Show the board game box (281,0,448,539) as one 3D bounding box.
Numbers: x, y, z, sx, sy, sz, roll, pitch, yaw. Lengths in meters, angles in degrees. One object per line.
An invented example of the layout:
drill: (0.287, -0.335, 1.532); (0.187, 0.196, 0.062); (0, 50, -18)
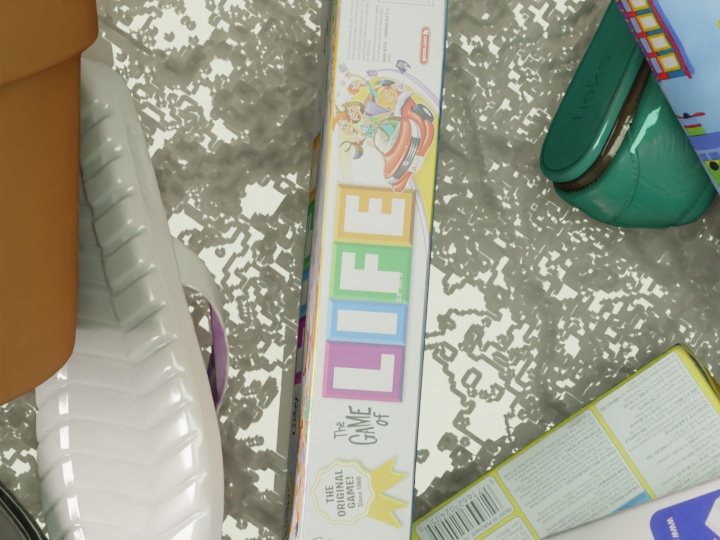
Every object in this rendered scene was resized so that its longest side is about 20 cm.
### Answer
board game box: (0.000, 0.000, 0.755); (0.034, 0.134, 0.201); (4, 85, -4)

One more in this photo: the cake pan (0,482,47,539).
cake pan: (-0.183, 0.135, 0.751); (0.200, 0.037, 0.201); (5, 72, -17)

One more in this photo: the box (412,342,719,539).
box: (0.118, 0.138, 0.776); (0.117, 0.048, 0.200); (-34, 78, 3)

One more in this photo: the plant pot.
plant pot: (-0.169, -0.026, 0.727); (0.200, 0.200, 0.140); (-13, 103, -5)

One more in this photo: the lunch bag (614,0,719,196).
lunch bag: (0.197, -0.097, 0.779); (0.200, 0.094, 0.151); (-43, 112, -31)

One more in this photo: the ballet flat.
ballet flat: (0.126, -0.106, 0.814); (0.070, 0.067, 0.200); (24, 84, -26)

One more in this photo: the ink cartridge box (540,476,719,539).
ink cartridge box: (0.163, 0.097, 0.721); (0.200, 0.037, 0.095); (-21, 80, 16)

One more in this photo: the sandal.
sandal: (-0.073, 0.026, 0.788); (0.050, 0.082, 0.203); (-3, 83, -47)
